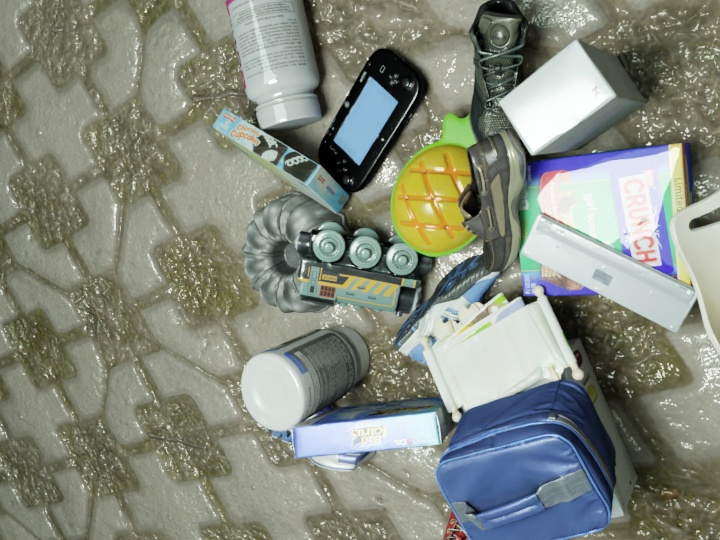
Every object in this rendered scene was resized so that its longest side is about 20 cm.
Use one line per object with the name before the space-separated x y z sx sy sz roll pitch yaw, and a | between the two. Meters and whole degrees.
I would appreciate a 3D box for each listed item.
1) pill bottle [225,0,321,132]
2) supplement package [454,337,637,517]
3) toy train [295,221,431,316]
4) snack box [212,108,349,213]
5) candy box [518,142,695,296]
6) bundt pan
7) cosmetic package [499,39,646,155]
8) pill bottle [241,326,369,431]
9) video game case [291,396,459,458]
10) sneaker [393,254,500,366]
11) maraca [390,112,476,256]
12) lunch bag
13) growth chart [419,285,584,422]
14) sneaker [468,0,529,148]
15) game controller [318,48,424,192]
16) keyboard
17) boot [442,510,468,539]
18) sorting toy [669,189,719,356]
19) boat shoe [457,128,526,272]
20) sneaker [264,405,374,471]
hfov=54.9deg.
pill bottle | -0.123 -0.314 1.017 0.112 0.113 0.202 -10 95 32
supplement package | 0.244 0.216 0.908 0.155 0.111 0.202 -24 88 32
toy train | 0.000 0.000 0.996 0.198 0.085 0.115 10 105 -4
snack box | -0.118 -0.163 1.036 0.199 0.116 0.037 33 87 25
candy box | 0.294 -0.058 0.840 0.198 0.077 0.171 -3 99 31
bundt pan | -0.109 -0.022 1.093 0.200 0.076 0.204 8 105 30
cosmetic package | 0.242 -0.188 0.772 0.101 0.199 0.072 -36 82 31
pill bottle | -0.074 0.153 1.034 0.113 0.199 0.115 6 103 30
video game case | 0.028 0.214 0.967 0.198 0.181 0.046 -9 85 15
sneaker | 0.133 0.057 0.975 0.077 0.076 0.200 37 119 -7
maraca | 0.121 -0.113 0.919 0.137 0.107 0.201 36 106 10
lunch bag | 0.182 0.230 0.791 0.199 0.132 0.137 -28 96 30
growth chart | 0.167 0.102 0.874 0.199 0.018 0.146 -30 60 30
sneaker | 0.165 -0.233 0.833 0.075 0.114 0.202 1 86 16
game controller | 0.011 -0.214 1.000 0.104 0.042 0.201 43 118 17
keyboard | 0.287 0.001 0.811 0.199 0.011 0.057 30 123 21
boot | 0.149 0.356 0.975 0.072 0.144 0.202 19 108 28
sorting toy | 0.430 -0.020 0.727 0.200 0.107 0.180 -40 91 28
boat shoe | 0.154 -0.081 0.846 0.072 0.075 0.201 -8 130 -2
sneaker | -0.070 0.235 1.119 0.198 0.080 0.116 19 111 28
